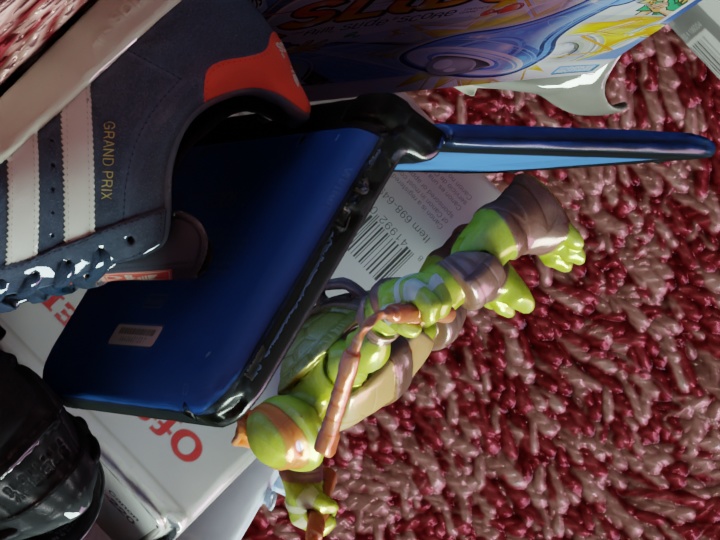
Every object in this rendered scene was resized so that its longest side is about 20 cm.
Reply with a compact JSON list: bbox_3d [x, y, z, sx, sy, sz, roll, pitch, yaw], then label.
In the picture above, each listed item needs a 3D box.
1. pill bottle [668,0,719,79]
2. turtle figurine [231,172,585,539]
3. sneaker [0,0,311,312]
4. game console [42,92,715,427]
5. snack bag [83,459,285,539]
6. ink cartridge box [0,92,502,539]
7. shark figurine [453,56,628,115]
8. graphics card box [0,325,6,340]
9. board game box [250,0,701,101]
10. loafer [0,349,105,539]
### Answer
[{"bbox_3d":[0.144,-0.174,1.281,0.114,0.200,0.114,-43,-179,1],"label":"pill bottle"},{"bbox_3d":[0.005,0.034,1.130,0.161,0.064,0.200,-39,163,-34],"label":"turtle figurine"},{"bbox_3d":[-0.099,-0.011,0.961,0.200,0.085,0.075,-44,180,-2],"label":"sneaker"},{"bbox_3d":[0.000,0.000,1.040,0.171,0.118,0.200,-60,-161,-12],"label":"game console"},{"bbox_3d":[-0.100,0.065,1.302,0.200,0.188,0.021,-61,145,-15],"label":"snack bag"},{"bbox_3d":[-0.065,-0.005,1.205,0.200,0.146,0.085,-45,-178,-23],"label":"ink cartridge box"},{"bbox_3d":[0.025,-0.129,1.312,0.128,0.214,0.090,-12,121,-30],"label":"shark figurine"},{"bbox_3d":[-0.212,0.074,1.027,0.125,0.051,0.200,-45,-179,24],"label":"graphics card box"},{"bbox_3d":[0.032,-0.100,1.065,0.200,0.035,0.135,-8,167,-29],"label":"board game box"},{"bbox_3d":[-0.127,0.074,1.059,0.068,0.070,0.201,-46,-179,-12],"label":"loafer"}]
